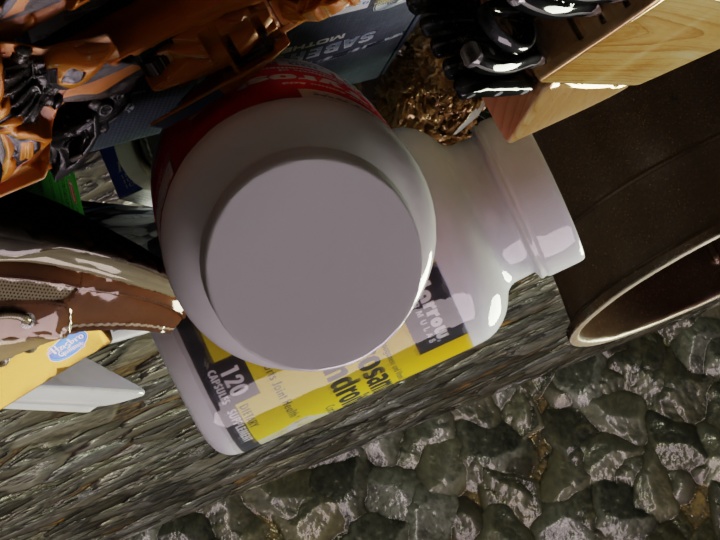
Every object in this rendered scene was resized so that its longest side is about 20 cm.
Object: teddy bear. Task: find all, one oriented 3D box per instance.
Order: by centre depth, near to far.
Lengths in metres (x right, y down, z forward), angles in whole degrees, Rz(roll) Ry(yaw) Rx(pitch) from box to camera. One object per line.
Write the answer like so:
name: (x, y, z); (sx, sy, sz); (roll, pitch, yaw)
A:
teddy bear: (0.055, -0.118, 1.345); (0.145, 0.067, 0.200); (-36, 170, -41)

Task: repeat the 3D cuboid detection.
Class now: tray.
tray: (-0.222, 0.053, 1.459); (0.107, 0.022, 0.200); (23, -168, 41)

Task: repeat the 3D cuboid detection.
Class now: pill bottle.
pill bottle: (-0.029, -0.022, 1.122); (0.112, 0.112, 0.200); (-24, -166, -1)
pill bottle: (0.000, 0.000, 1.285); (0.200, 0.112, 0.112); (-25, 171, 2)

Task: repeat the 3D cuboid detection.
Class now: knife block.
knife block: (0.106, -0.127, 1.100); (0.200, 0.064, 0.176); (-24, 168, -20)

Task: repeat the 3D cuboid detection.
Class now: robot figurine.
robot figurine: (-0.108, -0.101, 1.077); (0.200, 0.058, 0.145); (-31, 137, 0)

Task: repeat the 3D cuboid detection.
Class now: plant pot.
plant pot: (0.162, -0.090, 1.504); (0.200, 0.198, 0.200); (-26, 169, -6)

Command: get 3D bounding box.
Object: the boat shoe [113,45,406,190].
boat shoe: (-0.036, -0.087, 1.380); (0.059, 0.072, 0.200); (-16, -178, 45)

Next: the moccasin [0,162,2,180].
moccasin: (-0.225, -0.059, 0.990); (0.200, 0.081, 0.068); (8, 162, -34)

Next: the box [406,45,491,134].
box: (0.118, -0.088, 1.608); (0.200, 0.137, 0.038); (-19, 171, -31)

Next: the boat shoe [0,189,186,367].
boat shoe: (-0.166, 0.004, 1.150); (0.200, 0.076, 0.074); (14, 103, -39)

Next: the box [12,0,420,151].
box: (-0.071, -0.110, 1.221); (0.200, 0.051, 0.158); (-15, 169, -16)

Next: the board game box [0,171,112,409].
board game box: (-0.221, 0.024, 1.292); (0.200, 0.153, 0.040); (-32, 132, 12)

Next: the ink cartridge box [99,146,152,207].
ink cartridge box: (-0.070, -0.070, 1.516); (0.094, 0.044, 0.200); (-25, 171, 12)

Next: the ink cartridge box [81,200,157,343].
ink cartridge box: (-0.174, 0.004, 1.392); (0.198, 0.043, 0.200); (8, -162, 41)
